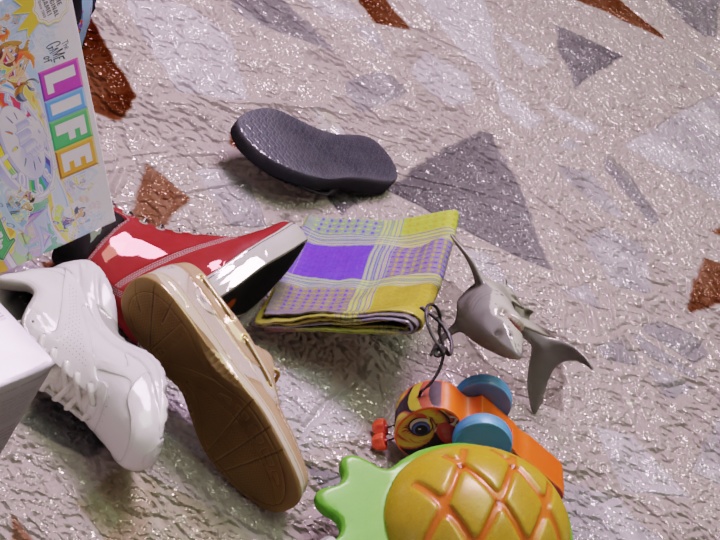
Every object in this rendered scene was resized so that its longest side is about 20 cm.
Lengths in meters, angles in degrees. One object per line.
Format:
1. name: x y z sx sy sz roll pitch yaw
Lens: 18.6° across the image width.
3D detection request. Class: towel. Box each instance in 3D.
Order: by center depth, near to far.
1. towel: 0.000 0.000 1.811 0.143 0.023 0.200 0 27 15

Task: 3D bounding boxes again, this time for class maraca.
1. maraca: 0.063 0.189 1.612 0.199 0.107 0.138 2 56 -19

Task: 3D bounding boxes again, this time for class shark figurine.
1. shark figurine: 0.102 0.051 1.799 0.128 0.089 0.214 51 8 20

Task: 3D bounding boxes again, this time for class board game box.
1. board game box: -0.254 -0.101 1.558 0.134 0.201 0.034 -27 36 -28

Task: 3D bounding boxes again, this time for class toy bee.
1. toy bee: 0.069 0.121 1.733 0.201 0.108 0.131 59 22 -8

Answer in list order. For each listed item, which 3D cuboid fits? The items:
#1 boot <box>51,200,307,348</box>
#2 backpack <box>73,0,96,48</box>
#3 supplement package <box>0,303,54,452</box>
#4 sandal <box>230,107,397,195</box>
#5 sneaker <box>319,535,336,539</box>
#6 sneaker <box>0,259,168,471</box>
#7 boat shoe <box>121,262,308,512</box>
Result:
1. boot: -0.143 -0.023 1.726 0.144 0.073 0.200 42 40 15
2. backpack: -0.294 -0.161 1.650 0.134 0.200 0.182 40 32 8
3. supplement package: -0.289 0.099 1.299 0.114 0.200 0.109 45 33 15
4. sandal: -0.042 -0.094 1.967 0.200 0.043 0.076 12 44 -49
5. sneaker: -0.015 0.264 1.458 0.146 0.077 0.202 39 30 13
6. sneaker: -0.206 0.071 1.555 0.099 0.078 0.200 -1 37 -35
7. boat shoe: -0.092 0.079 1.602 0.201 0.074 0.069 58 39 -3
